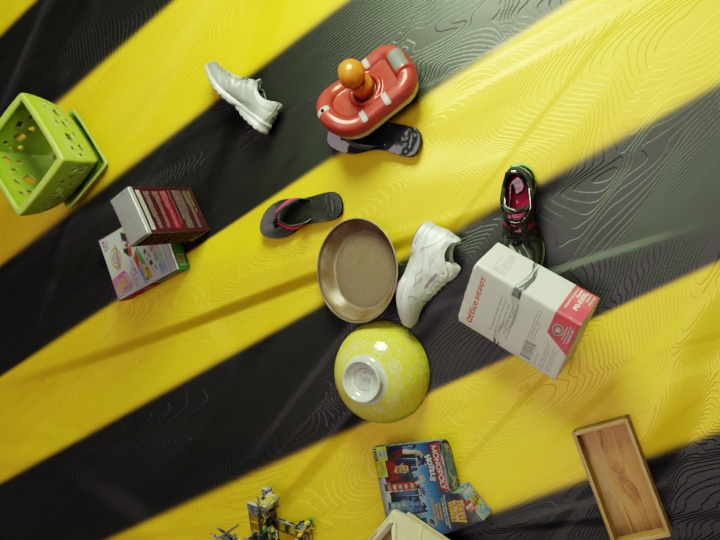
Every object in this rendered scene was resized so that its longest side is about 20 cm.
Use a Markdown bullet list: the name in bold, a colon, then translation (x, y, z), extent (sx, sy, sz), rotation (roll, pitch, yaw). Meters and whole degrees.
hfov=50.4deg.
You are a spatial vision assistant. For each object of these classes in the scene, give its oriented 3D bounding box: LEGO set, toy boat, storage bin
- **LEGO set**: translation (-0.191, 0.529, 1.551), extent (0.153, 0.199, 0.117), rotation (13, 118, 39)
- **toy boat**: translation (0.000, -0.338, 1.398), extent (0.199, 0.130, 0.131), rotation (-36, 58, 15)
- **storage bin**: translation (0.090, 0.576, 1.417), extent (0.197, 0.094, 0.201), rotation (33, 119, 0)

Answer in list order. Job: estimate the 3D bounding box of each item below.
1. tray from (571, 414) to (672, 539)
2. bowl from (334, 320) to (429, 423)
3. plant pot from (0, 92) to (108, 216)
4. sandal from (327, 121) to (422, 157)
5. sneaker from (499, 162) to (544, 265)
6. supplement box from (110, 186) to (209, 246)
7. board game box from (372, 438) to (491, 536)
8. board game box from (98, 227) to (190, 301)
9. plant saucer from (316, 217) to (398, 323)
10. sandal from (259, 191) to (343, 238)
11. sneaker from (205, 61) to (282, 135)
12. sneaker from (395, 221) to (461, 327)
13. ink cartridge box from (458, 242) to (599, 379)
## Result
- **tray**: translation (0.444, 0.357, 1.301), extent (0.098, 0.037, 0.202), rotation (-22, 85, 26)
- **bowl**: translation (0.024, 0.203, 1.462), extent (0.198, 0.107, 0.203), rotation (2, 95, 26)
- **plant pot**: translation (-0.711, -0.260, 1.756), extent (0.199, 0.181, 0.201), rotation (-41, 76, 23)
- **sandal**: translation (0.022, -0.260, 1.462), extent (0.198, 0.043, 0.077), rotation (8, 97, 26)
- **sneaker**: translation (0.271, -0.085, 1.327), extent (0.076, 0.084, 0.203), rotation (-8, 90, 27)
- **supplement box**: translation (-0.417, -0.115, 1.607), extent (0.061, 0.199, 0.110), rotation (-30, 80, 26)
- **board game box**: translation (0.138, 0.417, 1.445), extent (0.198, 0.062, 0.203), rotation (-12, 89, 26)
- **board game box**: translation (-0.495, -0.037, 1.742), extent (0.198, 0.040, 0.155), rotation (-24, 83, 26)
- **plant saucer**: translation (0.000, 0.000, 1.483), extent (0.198, 0.036, 0.203), rotation (0, 90, 37)
- **sandal**: translation (-0.128, -0.116, 1.548), extent (0.198, 0.045, 0.076), rotation (-15, 87, 27)
- **sneaker**: translation (-0.239, -0.370, 1.582), extent (0.200, 0.075, 0.082), rotation (44, 96, 11)
- **sneaker**: translation (0.126, 0.016, 1.413), extent (0.099, 0.075, 0.203), rotation (21, 103, 24)
- **ink cartridge box**: translation (0.281, 0.067, 1.302), extent (0.199, 0.084, 0.146), rotation (32, 138, 21)
